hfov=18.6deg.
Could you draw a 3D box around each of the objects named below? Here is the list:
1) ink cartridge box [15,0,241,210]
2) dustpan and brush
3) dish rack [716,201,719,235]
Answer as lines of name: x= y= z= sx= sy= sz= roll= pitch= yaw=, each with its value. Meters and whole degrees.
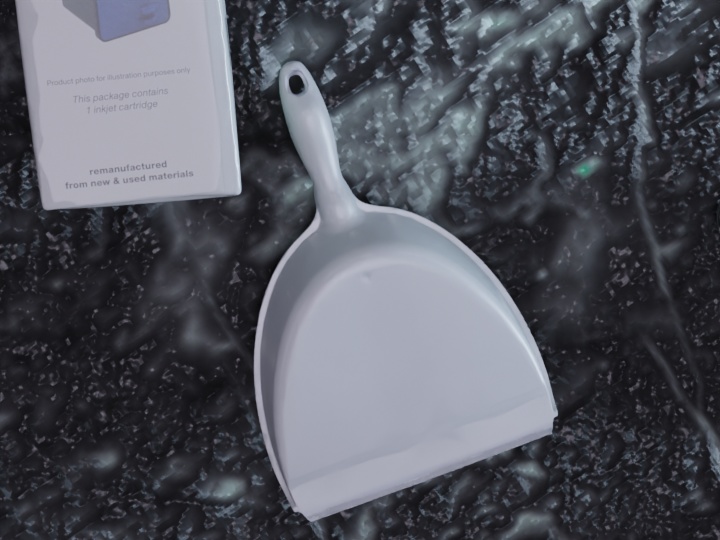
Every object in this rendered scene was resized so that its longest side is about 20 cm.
ink cartridge box: x=-0.103 y=-0.138 z=0.944 sx=0.087 sy=0.145 sz=0.202 roll=-5 pitch=102 yaw=-4
dustpan and brush: x=0.000 y=0.000 z=1.036 sx=0.139 sy=0.057 sz=0.201 roll=-19 pitch=109 yaw=-4
dish rack: x=0.292 y=-0.022 z=1.060 sx=0.199 sy=0.055 sz=0.154 roll=-35 pitch=104 yaw=-1
